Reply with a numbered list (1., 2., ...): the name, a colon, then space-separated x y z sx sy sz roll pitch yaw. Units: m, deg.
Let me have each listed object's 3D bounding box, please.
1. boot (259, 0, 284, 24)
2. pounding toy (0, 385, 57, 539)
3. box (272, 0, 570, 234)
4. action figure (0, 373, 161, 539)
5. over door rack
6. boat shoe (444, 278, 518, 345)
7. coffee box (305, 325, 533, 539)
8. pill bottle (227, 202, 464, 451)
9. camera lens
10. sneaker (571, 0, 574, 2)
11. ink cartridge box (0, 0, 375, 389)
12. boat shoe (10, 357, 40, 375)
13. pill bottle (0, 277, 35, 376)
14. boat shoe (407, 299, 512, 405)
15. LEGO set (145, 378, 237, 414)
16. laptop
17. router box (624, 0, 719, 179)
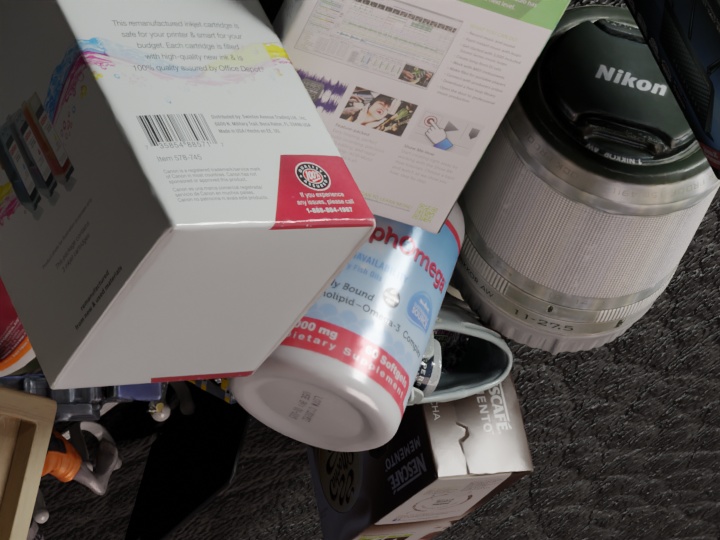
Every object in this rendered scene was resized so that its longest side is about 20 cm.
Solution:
1. boot: -0.034 -0.108 1.648 0.130 0.068 0.200 -8 148 -47
2. pounding toy: -0.275 0.141 1.529 0.200 0.142 0.185 20 82 -56
3. box: 0.021 -0.121 1.546 0.144 0.036 0.201 16 126 -20
4. action figure: -0.209 0.117 1.685 0.199 0.105 0.193 -4 164 14
5. over door rack: -0.209 0.105 1.829 0.147 0.067 0.200 -36 153 10
6. boat shoe: 0.112 0.026 2.006 0.199 0.074 0.066 -7 134 -55
7. coffee box: 0.038 0.126 1.993 0.079 0.114 0.200 -2 160 -26
8. pill bottle: 0.000 0.000 1.666 0.108 0.201 0.109 16 155 8
9. camera lens: 0.148 -0.061 1.797 0.159 0.160 0.200 -16 150 -25
10. sneaker: 0.060 -0.186 1.564 0.199 0.100 0.071 -16 152 -24
11. ink cartridge box: -0.118 -0.060 1.493 0.145 0.201 0.145 -2 145 -41
12. boat shoe: -0.151 0.000 1.669 0.200 0.063 0.074 -20 145 16
13. pill bottle: -0.261 -0.010 1.528 0.114 0.115 0.200 -39 152 18
14. boat shoe: 0.026 0.052 1.766 0.200 0.071 0.070 -1 110 -50
15. LEGO set: -0.069 0.003 1.784 0.199 0.116 0.155 -24 127 -42
16. laptop: -0.068 0.122 1.926 0.199 0.104 0.177 -7 157 -38
17. router box: 0.201 -0.175 1.607 0.062 0.201 0.150 -20 152 -9
